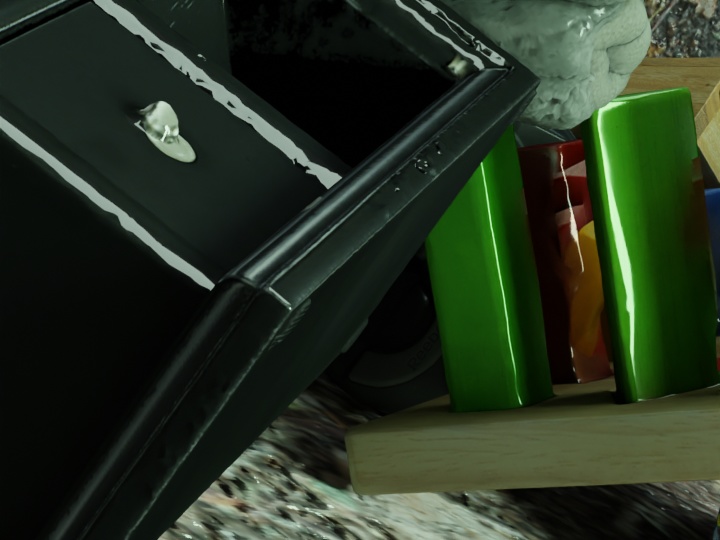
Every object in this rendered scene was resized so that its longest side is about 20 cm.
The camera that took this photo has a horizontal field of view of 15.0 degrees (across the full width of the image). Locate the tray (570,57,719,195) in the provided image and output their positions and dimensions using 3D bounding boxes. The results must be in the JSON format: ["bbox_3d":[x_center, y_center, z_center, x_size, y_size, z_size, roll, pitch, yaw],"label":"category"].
[{"bbox_3d":[0.065,-0.029,0.947,0.199,0.037,0.099,5,-41,46],"label":"tray"}]

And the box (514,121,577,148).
[{"bbox_3d":[-0.043,-0.089,0.846,0.199,0.046,0.159,25,17,-25],"label":"box"}]

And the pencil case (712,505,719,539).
[{"bbox_3d":[0.147,0.071,0.836,0.087,0.078,0.200,38,10,4],"label":"pencil case"}]

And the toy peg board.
[{"bbox_3d":[0.124,-0.008,0.761,0.199,0.098,0.199,-5,5,33],"label":"toy peg board"}]

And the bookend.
[{"bbox_3d":[-0.084,-0.047,0.597,0.200,0.092,0.199,38,23,5],"label":"bookend"}]

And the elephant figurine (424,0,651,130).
[{"bbox_3d":[0.048,-0.117,0.750,0.155,0.142,0.200,23,25,10],"label":"elephant figurine"}]

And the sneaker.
[{"bbox_3d":[0.000,0.000,0.901,0.079,0.075,0.200,34,10,-38],"label":"sneaker"}]
